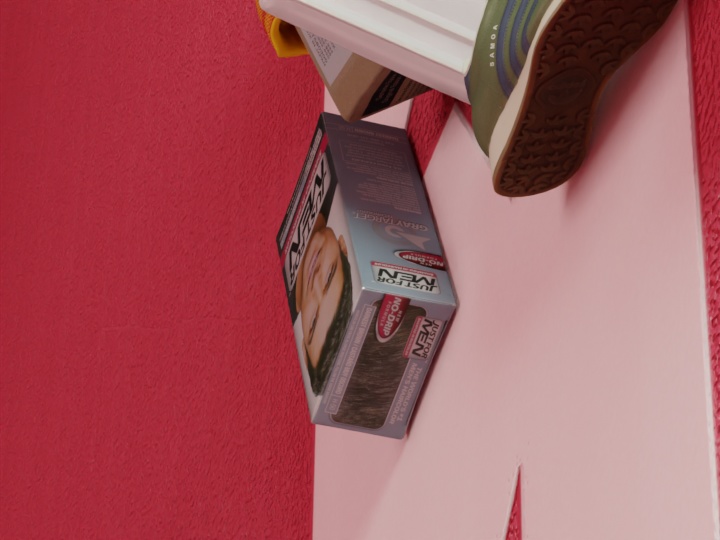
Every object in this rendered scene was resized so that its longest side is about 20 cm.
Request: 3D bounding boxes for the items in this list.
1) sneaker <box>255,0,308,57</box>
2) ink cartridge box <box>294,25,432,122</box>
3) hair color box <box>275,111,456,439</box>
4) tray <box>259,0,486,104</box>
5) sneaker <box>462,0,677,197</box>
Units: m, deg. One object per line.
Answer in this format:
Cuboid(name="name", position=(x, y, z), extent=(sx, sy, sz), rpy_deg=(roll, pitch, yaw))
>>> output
Cuboid(name="sneaker", position=(-0.018, -0.224, 1.881), extent=(0.077, 0.073, 0.200), rpy_deg=(66, 152, 27))
Cuboid(name="ink cartridge box", position=(-0.004, -0.211, 1.589), extent=(0.201, 0.075, 0.165), rpy_deg=(63, 159, 11))
Cuboid(name="hair color box", position=(0.000, 0.000, 1.641), extent=(0.200, 0.060, 0.099), rpy_deg=(-104, 30, -56))
Cuboid(name="tray", position=(0.030, -0.157, 1.472), extent=(0.199, 0.022, 0.108), rpy_deg=(26, 109, 28))
Cuboid(name="sneaker", position=(0.095, -0.130, 1.349), extent=(0.201, 0.067, 0.090), rpy_deg=(115, 143, -48))
